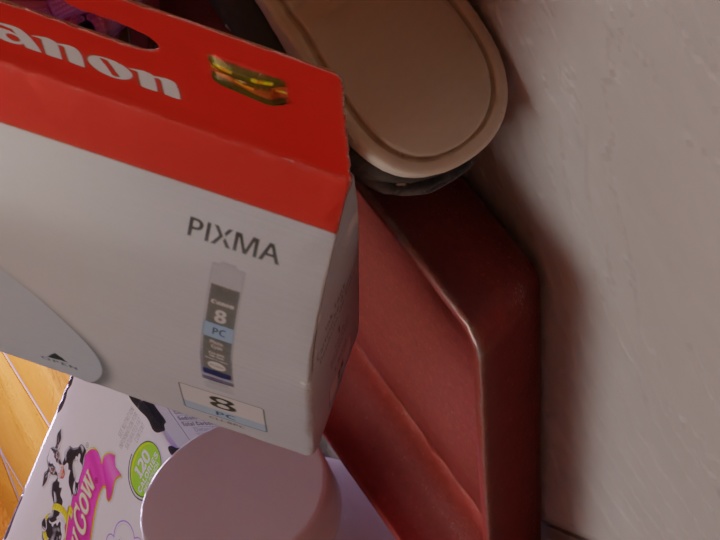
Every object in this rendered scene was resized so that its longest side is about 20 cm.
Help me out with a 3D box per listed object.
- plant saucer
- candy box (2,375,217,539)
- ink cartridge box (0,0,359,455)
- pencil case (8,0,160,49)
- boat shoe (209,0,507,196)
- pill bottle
[{"bbox_3d":[0.000,0.000,0.721,0.200,0.037,0.200,52,162,31],"label":"plant saucer"},{"bbox_3d":[-0.081,0.151,1.042,0.200,0.071,0.168,49,125,39],"label":"candy box"},{"bbox_3d":[-0.081,-0.019,0.599,0.159,0.048,0.200,19,163,7],"label":"ink cartridge box"},{"bbox_3d":[-0.092,-0.068,0.688,0.082,0.087,0.200,27,159,6],"label":"pencil case"},{"bbox_3d":[-0.034,-0.106,0.587,0.201,0.067,0.057,59,161,-3],"label":"boat shoe"},{"bbox_3d":[-0.016,0.145,0.854,0.111,0.110,0.201,46,164,46],"label":"pill bottle"}]
